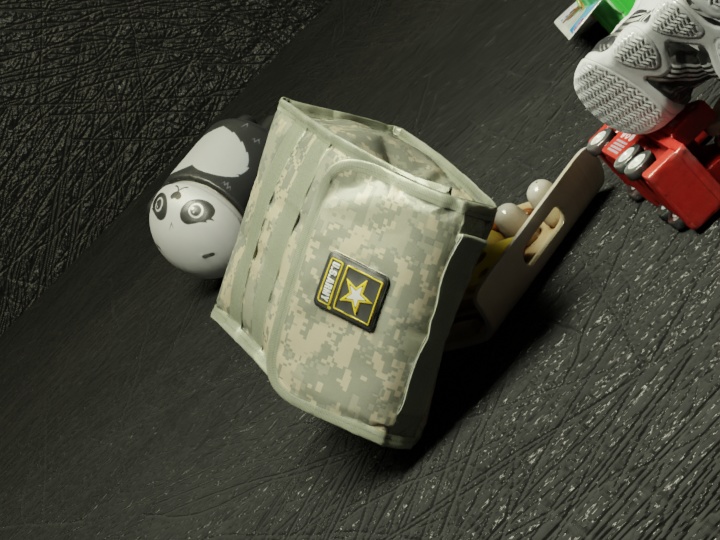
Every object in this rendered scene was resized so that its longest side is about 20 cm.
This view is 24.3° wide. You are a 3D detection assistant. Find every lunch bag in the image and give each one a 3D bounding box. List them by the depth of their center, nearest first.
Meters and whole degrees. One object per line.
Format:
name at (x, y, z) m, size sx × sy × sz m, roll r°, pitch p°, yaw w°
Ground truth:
lunch bag at (0.000, 0.000, 1.068) m, size 0.200 × 0.117 × 0.165 m, roll 39°, pitch 114°, yaw 57°

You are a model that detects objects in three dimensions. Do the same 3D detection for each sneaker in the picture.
sneaker at (0.206, -0.152, 0.937) m, size 0.115 × 0.075 × 0.200 m, roll -53°, pitch 13°, yaw -25°

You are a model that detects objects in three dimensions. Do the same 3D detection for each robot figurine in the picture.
robot figurine at (-0.143, -0.084, 1.803) m, size 0.200 × 0.125 × 0.150 m, roll -55°, pitch 5°, yaw -35°

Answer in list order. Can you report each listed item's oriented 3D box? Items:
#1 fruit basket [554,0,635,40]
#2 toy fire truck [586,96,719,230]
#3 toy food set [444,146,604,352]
fruit basket at (0.225, -0.263, 1.354) m, size 0.185 × 0.094 × 0.200 m, roll -42°, pitch 12°, yaw 11°
toy fire truck at (0.218, -0.093, 0.992) m, size 0.141 × 0.049 × 0.200 m, roll -43°, pitch 14°, yaw 4°
toy food set at (0.068, -0.013, 1.162) m, size 0.144 × 0.060 × 0.200 m, roll -52°, pitch 16°, yaw -25°
